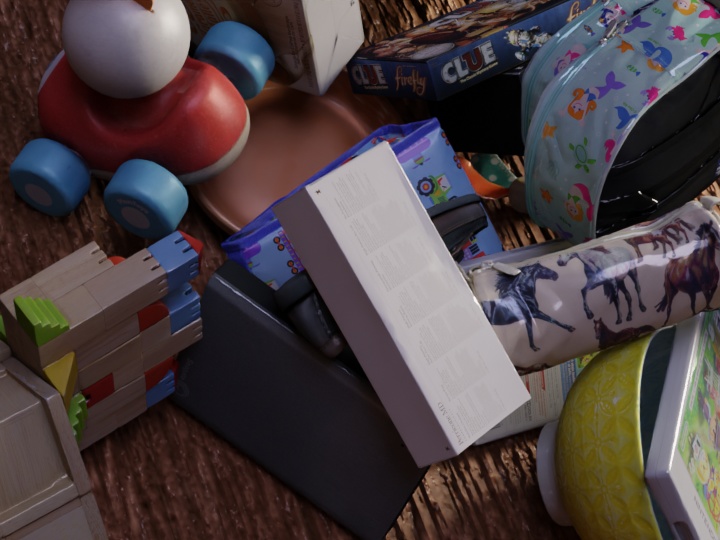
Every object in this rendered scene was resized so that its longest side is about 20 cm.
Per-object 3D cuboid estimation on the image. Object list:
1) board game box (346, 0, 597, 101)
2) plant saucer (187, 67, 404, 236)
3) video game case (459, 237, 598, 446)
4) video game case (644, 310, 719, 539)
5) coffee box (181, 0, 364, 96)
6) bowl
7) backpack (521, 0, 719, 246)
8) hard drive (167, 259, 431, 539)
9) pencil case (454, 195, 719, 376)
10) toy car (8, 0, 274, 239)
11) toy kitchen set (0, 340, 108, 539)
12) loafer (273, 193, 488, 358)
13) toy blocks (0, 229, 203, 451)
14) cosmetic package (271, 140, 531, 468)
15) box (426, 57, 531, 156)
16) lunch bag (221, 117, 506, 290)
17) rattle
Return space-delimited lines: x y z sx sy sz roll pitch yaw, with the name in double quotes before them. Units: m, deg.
"board game box" 0.103 -0.194 1.429 0.199 0.135 0.035 -26 109 -25
"plant saucer" -0.054 -0.090 1.421 0.199 0.038 0.201 7 58 -12
"video game case" 0.164 0.044 1.355 0.199 0.018 0.144 -13 106 -23
"video game case" 0.264 0.142 1.279 0.022 0.183 0.201 -11 35 28
"coffee box" -0.106 -0.231 1.411 0.199 0.115 0.080 19 55 24
"bowl" 0.195 0.146 1.287 0.107 0.200 0.201 -11 51 28
"backpack" 0.203 -0.110 1.300 0.150 0.178 0.200 32 63 26
"hard drive" -0.040 0.097 1.243 0.199 0.140 0.033 35 44 8
"pencil case" 0.169 0.011 1.228 0.199 0.090 0.078 -18 29 0
"toy car" -0.185 -0.163 1.306 0.176 0.201 0.185 13 56 26
"toy kitchen set" -0.292 0.157 1.178 0.162 0.182 0.200 -27 29 -25
"loafer" 0.024 0.005 1.232 0.199 0.072 0.063 -26 81 -40
"toy blocks" -0.170 0.044 1.192 0.136 0.201 0.100 -31 62 -23
"cosmetic package" 0.027 0.023 1.155 0.082 0.051 0.201 -31 93 -40
"box" 0.173 -0.168 1.467 0.199 0.141 0.079 -27 107 -28
"lunch bag" 0.000 0.000 1.324 0.200 0.094 0.151 -35 105 -23
"rattle" 0.178 -0.027 1.454 0.198 0.144 0.130 -3 30 4
